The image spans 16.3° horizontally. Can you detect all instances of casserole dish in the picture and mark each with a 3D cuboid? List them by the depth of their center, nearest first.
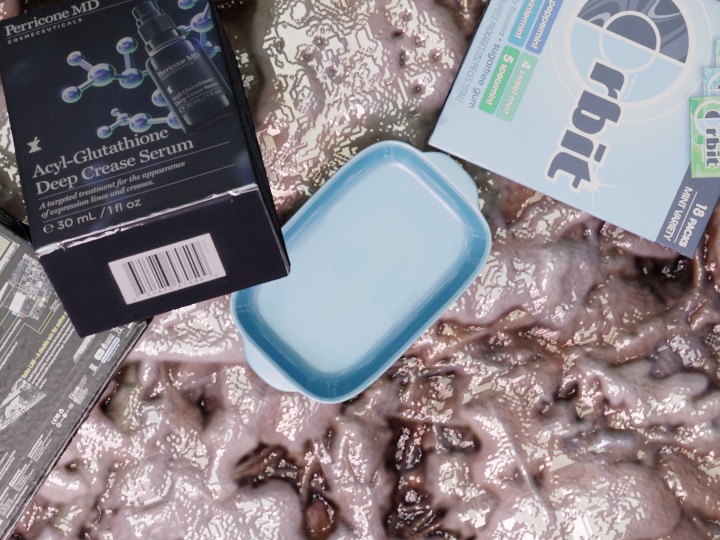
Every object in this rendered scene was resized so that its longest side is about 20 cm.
[{"bbox_3d":[0.000,0.000,1.743,0.121,0.039,0.200,44,93,-4],"label":"casserole dish"}]

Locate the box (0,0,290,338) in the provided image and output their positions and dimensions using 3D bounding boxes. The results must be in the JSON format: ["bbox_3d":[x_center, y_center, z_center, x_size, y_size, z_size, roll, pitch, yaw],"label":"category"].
[{"bbox_3d":[-0.145,-0.081,1.653,0.148,0.107,0.200,-17,54,1],"label":"box"}]

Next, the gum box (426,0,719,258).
[{"bbox_3d":[0.170,-0.125,1.732,0.200,0.045,0.170,23,94,-1],"label":"gum box"}]

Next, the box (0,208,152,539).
[{"bbox_3d":[-0.262,0.069,1.721,0.164,0.086,0.200,33,93,-3],"label":"box"}]
